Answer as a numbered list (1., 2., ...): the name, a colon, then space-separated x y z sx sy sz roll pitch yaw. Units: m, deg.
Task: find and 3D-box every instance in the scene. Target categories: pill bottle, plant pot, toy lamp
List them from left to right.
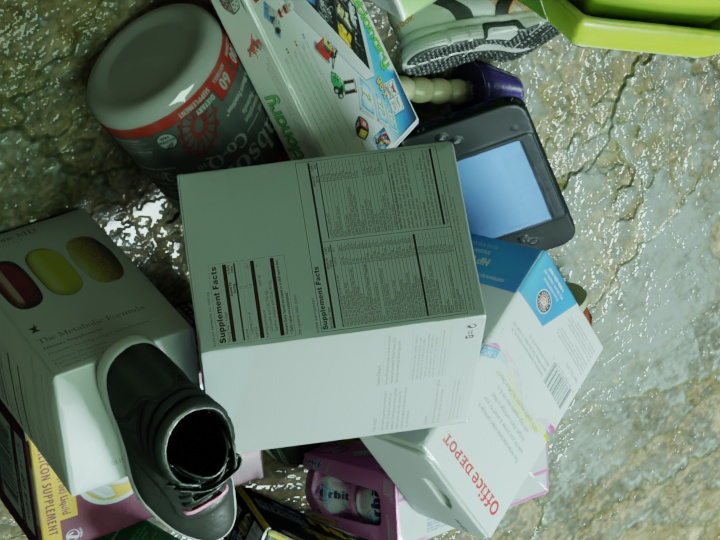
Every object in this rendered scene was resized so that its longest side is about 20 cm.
1. pill bottle: -0.108 -0.098 1.627 0.116 0.116 0.200 -43 131 -4
2. toy lamp: 0.044 -0.145 1.738 0.199 0.058 0.058 -2 118 -32
3. plant pot: 0.216 -0.282 1.684 0.200 0.199 0.182 0 123 -34

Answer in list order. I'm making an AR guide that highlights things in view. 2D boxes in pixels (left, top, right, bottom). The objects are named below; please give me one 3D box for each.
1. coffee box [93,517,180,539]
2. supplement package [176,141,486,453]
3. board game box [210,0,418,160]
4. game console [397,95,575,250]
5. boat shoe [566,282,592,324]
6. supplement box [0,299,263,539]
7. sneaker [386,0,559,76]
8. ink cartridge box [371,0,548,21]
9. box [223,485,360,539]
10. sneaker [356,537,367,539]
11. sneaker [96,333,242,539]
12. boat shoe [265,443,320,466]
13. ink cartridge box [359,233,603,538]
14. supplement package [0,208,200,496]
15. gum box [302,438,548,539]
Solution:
1. coffee box: -0.152 0.246 1.744 0.044 0.200 0.123 -54 133 -13
2. supplement package: -0.023 0.023 1.566 0.199 0.147 0.191 -7 153 -5
3. board game box: -0.035 -0.165 1.609 0.126 0.035 0.200 -48 119 -46
4. game console: 0.087 -0.022 1.770 0.170 0.119 0.200 -18 142 9
5. boat shoe: 0.125 0.080 1.919 0.200 0.071 0.063 -28 131 -22
6. supplement box: -0.189 0.123 1.714 0.200 0.103 0.131 -19 125 -24
7. sneaker: 0.099 -0.212 1.726 0.200 0.080 0.074 -11 162 -46
8. ink cartridge box: 0.038 -0.257 1.572 0.076 0.200 0.148 -33 129 -12
9. box: -0.016 0.258 1.823 0.200 0.160 0.049 26 89 -14
10. sneaker: -0.054 0.312 1.936 0.199 0.076 0.088 -9 127 -29
11. sneaker: -0.119 0.142 1.507 0.071 0.099 0.200 -33 132 -15
12. boat shoe: -0.055 0.091 1.807 0.072 0.068 0.200 -18 129 -25
13. ink cartridge box: 0.096 0.094 1.738 0.200 0.084 0.145 -57 138 -22
14. supplement package: -0.211 0.056 1.594 0.113 0.200 0.110 -19 126 -24
15. gum box: 0.056 0.177 1.862 0.200 0.113 0.066 -14 107 -42
